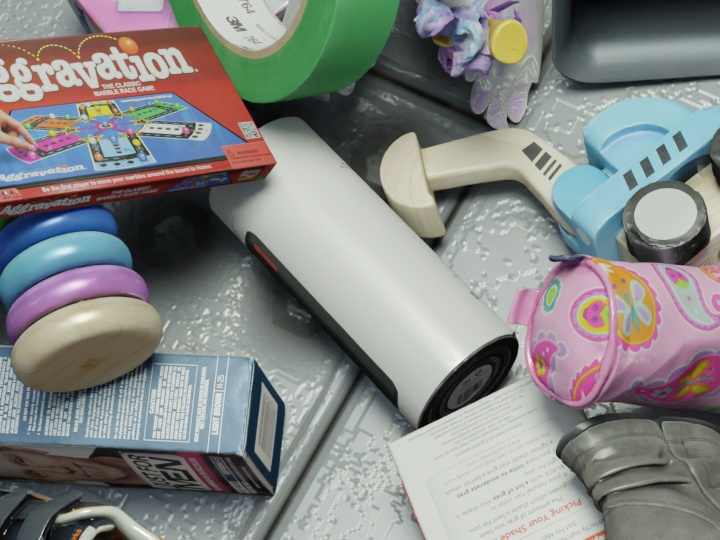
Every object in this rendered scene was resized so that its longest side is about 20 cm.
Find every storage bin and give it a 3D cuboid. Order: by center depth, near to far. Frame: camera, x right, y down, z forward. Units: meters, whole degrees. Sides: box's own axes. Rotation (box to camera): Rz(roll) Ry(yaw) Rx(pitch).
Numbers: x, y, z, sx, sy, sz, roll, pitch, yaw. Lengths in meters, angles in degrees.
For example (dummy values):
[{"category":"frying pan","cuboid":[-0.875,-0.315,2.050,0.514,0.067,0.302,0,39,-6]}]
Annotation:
[{"category":"storage bin","cuboid":[0.208,-0.214,1.282,0.198,0.146,0.135,-5,57,2]}]

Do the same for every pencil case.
[{"category":"pencil case","cuboid":[0.180,0.035,1.153,0.199,0.087,0.088,3,60,-33]}]

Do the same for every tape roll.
[{"category":"tape roll","cuboid":[-0.050,-0.198,1.212,0.048,0.201,0.201,-13,60,-34]}]

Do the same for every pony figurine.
[{"category":"pony figurine","cuboid":[0.050,-0.177,1.240,0.165,0.200,0.194,7,103,-14]}]

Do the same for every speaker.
[{"category":"speaker","cuboid":[0.000,0.000,1.253,0.081,0.081,0.200,-40,68,-9]}]

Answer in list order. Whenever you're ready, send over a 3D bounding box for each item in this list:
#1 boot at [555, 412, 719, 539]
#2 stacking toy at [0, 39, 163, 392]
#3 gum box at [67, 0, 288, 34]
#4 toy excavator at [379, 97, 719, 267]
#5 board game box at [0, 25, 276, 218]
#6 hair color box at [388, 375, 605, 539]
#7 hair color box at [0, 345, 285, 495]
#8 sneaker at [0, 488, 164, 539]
[{"category":"boot","cuboid":[0.205,0.136,1.113,0.199,0.070,0.132,17,37,-27]},{"category":"stacking toy","cuboid":[-0.177,-0.037,1.178,0.085,0.085,0.201,-21,68,0]},{"category":"gum box","cuboid":[-0.075,-0.190,1.352,0.200,0.066,0.114,-37,68,-8]},{"category":"toy excavator","cuboid":[0.136,-0.048,1.255,0.194,0.100,0.200,-36,53,-9]},{"category":"board game box","cuboid":[-0.147,-0.085,1.170,0.199,0.019,0.103,-11,62,-42]},{"category":"hair color box","cuboid":[0.103,0.164,1.155,0.110,0.064,0.201,-25,55,4]},{"category":"hair color box","cuboid":[-0.151,0.087,1.229,0.198,0.100,0.061,2,71,10]},{"category":"sneaker","cuboid":[-0.180,0.163,1.214,0.199,0.079,0.079,10,70,15]}]
